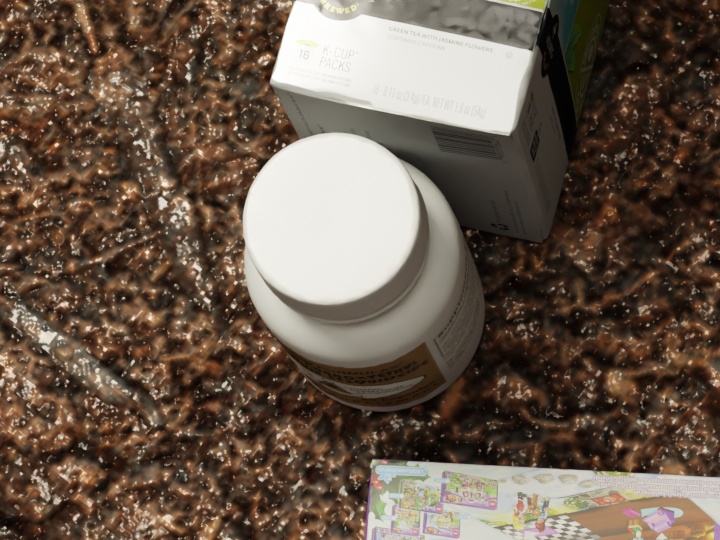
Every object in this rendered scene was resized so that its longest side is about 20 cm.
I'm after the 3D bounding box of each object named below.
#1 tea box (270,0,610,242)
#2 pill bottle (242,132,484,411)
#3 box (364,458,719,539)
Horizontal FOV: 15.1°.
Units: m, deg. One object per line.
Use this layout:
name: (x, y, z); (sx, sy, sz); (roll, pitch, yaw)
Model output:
tea box: (0.053, -0.144, 1.456); (0.133, 0.200, 0.197); (12, 78, 11)
pill bottle: (0.000, 0.000, 1.425); (0.114, 0.200, 0.115); (-2, 75, 8)
box: (0.100, 0.175, 1.448); (0.200, 0.039, 0.137); (3, 75, 9)
